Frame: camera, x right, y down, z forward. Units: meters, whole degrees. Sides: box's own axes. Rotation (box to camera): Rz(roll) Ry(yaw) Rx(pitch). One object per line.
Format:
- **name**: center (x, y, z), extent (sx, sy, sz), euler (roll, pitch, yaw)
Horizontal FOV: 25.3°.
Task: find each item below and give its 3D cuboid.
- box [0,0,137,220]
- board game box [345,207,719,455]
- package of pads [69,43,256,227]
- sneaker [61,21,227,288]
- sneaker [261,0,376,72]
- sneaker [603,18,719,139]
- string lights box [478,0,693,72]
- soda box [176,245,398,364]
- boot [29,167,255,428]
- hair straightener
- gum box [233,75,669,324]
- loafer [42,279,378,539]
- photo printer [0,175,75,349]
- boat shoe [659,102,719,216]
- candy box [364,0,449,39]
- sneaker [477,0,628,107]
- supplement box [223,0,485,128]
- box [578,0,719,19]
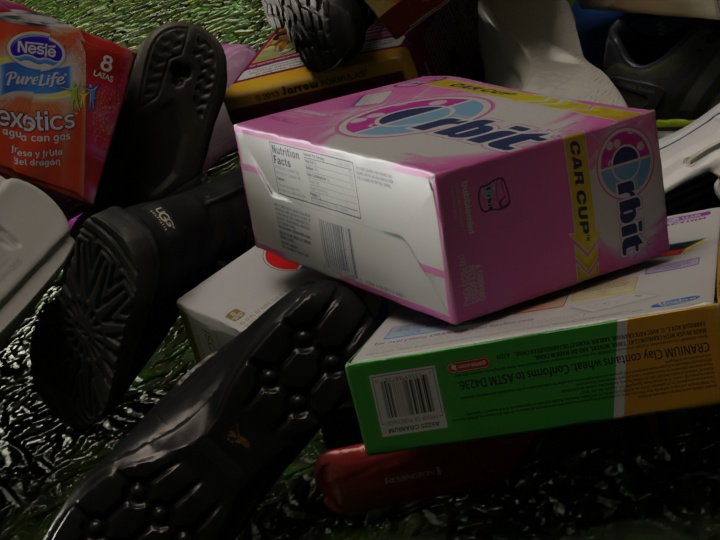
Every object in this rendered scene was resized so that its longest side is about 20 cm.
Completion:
- **box**: center (-0.218, -0.086, 1.001), extent (0.200, 0.095, 0.100), euler (-16, 58, 66)
- **board game box**: center (0.091, 0.021, 0.718), extent (0.152, 0.041, 0.200), euler (-10, 10, 16)
- **package of pads**: center (-0.168, -0.101, 1.204), extent (0.120, 0.076, 0.200), euler (6, 36, 45)
- **sneaker**: center (-0.137, -0.052, 1.022), extent (0.076, 0.201, 0.114), euler (15, -5, -9)
- **sneaker**: center (-0.012, -0.185, 1.013), extent (0.087, 0.076, 0.200), euler (-17, 25, -7)
- **sneaker**: center (0.224, -0.114, 0.912), extent (0.199, 0.081, 0.074), euler (-6, 29, 30)
- **string lights box**: center (0.189, -0.158, 1.057), extent (0.199, 0.059, 0.103), euler (-6, 29, 30)
- **soda box**: center (0.000, 0.000, 0.866), extent (0.200, 0.068, 0.063), euler (-36, 37, -30)
- **boot**: center (-0.079, 0.001, 0.915), extent (0.199, 0.066, 0.165), euler (-26, -20, -42)
- **hair straightener**: center (0.076, 0.057, 0.728), extent (0.199, 0.041, 0.077), euler (-17, 25, 10)
- **gum box**: center (0.033, -0.041, 0.744), extent (0.113, 0.067, 0.200), euler (-18, 19, -26)
- **loafer**: center (-0.069, 0.085, 0.730), extent (0.201, 0.068, 0.070), euler (-45, 4, -2)
- **photo printer**: center (-0.252, 0.055, 0.878), extent (0.200, 0.069, 0.167), euler (-43, 8, 43)
- **boat shoe**: center (0.191, -0.043, 0.829), extent (0.199, 0.074, 0.067), euler (-26, 38, 13)
- **candy box**: center (0.065, -0.225, 0.997), extent (0.115, 0.055, 0.200), euler (-34, 15, 24)
- **sneaker**: center (0.112, -0.086, 0.963), extent (0.075, 0.089, 0.201), euler (-3, 50, -8)
- **supplement box**: center (0.010, -0.127, 1.083), extent (0.130, 0.104, 0.200), euler (-10, 28, 25)
- **box**: center (0.193, -0.194, 0.915), extent (0.094, 0.078, 0.200), euler (-16, 14, -9)
